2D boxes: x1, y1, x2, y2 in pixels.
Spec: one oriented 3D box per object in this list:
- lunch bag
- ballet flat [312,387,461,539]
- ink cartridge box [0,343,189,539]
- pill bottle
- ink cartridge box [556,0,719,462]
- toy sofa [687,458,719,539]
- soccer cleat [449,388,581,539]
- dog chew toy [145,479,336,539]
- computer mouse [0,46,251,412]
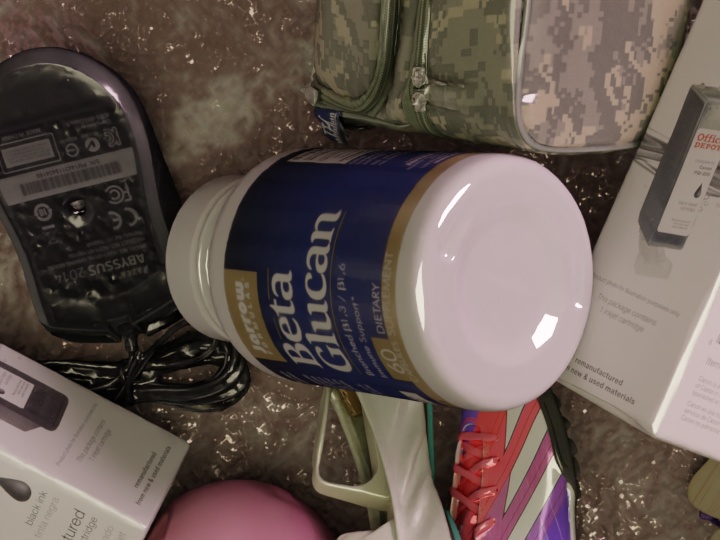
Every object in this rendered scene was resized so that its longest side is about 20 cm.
[{"bbox_3d":[0.053,-0.152,0.967,0.167,0.139,0.202,15,106,43],"label":"lunch bag"},{"bbox_3d":[0.011,0.116,1.018,0.069,0.070,0.201,-14,59,7],"label":"ballet flat"},{"bbox_3d":[-0.207,0.110,1.050,0.199,0.083,0.146,27,119,-2],"label":"ink cartridge box"},{"bbox_3d":[0.000,0.000,0.974,0.111,0.199,0.112,-3,95,-40],"label":"pill bottle"},{"bbox_3d":[0.189,-0.014,0.964,0.145,0.085,0.201,22,95,-41],"label":"ink cartridge box"},{"bbox_3d":[0.255,0.072,1.035,0.082,0.098,0.201,22,105,-32],"label":"toy sofa"},{"bbox_3d":[0.070,0.127,1.036,0.073,0.068,0.202,-9,83,-15],"label":"soccer cleat"},{"bbox_3d":[-0.020,0.188,1.060,0.199,0.125,0.125,27,103,-10],"label":"dog chew toy"},{"bbox_3d":[-0.136,-0.020,1.058,0.137,0.053,0.201,-8,112,8],"label":"computer mouse"}]
